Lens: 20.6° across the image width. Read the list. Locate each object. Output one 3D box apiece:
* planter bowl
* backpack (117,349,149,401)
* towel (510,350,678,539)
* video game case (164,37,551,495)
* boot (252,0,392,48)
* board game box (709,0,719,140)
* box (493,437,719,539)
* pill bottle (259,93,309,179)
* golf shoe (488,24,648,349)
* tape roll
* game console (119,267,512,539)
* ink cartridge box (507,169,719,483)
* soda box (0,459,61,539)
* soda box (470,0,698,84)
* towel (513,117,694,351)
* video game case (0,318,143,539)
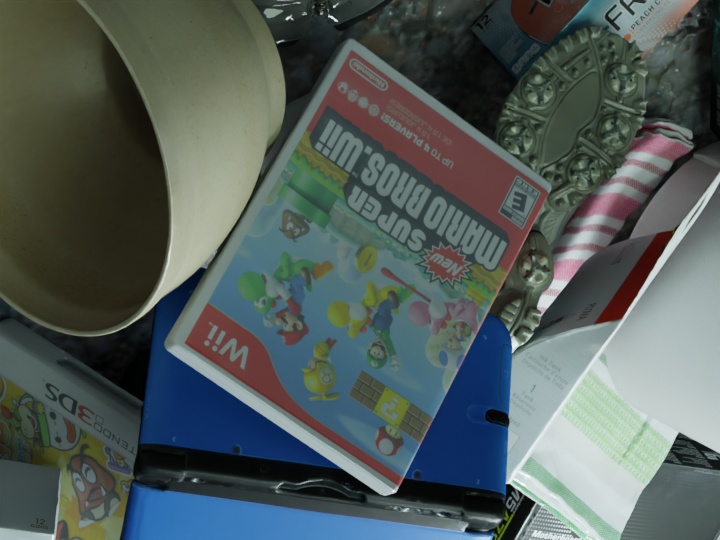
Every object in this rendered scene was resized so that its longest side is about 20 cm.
[{"bbox_3d":[-0.124,-0.085,1.017,0.134,0.199,0.202,-31,141,-44],"label":"planter bowl"},{"bbox_3d":[-0.076,0.167,1.215,0.153,0.200,0.164,-1,128,-49],"label":"backpack"},{"bbox_3d":[0.186,0.084,1.375,0.149,0.031,0.201,39,82,-44],"label":"towel"},{"bbox_3d":[0.003,-0.004,1.044,0.142,0.017,0.201,34,67,-13],"label":"video game case"},{"bbox_3d":[0.010,-0.206,1.077,0.198,0.070,0.132,-20,138,-4],"label":"boot"},{"bbox_3d":[0.275,-0.169,1.221,0.135,0.028,0.200,-36,152,-10],"label":"board game box"},{"bbox_3d":[0.175,0.209,1.495,0.199,0.048,0.194,12,118,-36],"label":"box"},{"bbox_3d":[0.000,0.000,1.189,0.110,0.111,0.201,-18,131,-17],"label":"pill bottle"},{"bbox_3d":[0.096,-0.049,1.153,0.078,0.097,0.201,30,84,-5],"label":"golf shoe"},{"bbox_3d":[0.277,0.029,1.312,0.202,0.139,0.205,-22,124,-36],"label":"tape roll"},{"bbox_3d":[-0.028,0.108,1.087,0.198,0.172,0.118,9,156,-10],"label":"game console"},{"bbox_3d":[0.140,0.013,1.170,0.201,0.047,0.160,-60,171,28],"label":"ink cartridge box"},{"bbox_3d":[-0.275,0.142,1.131,0.198,0.064,0.069,10,120,-11],"label":"soda box"},{"bbox_3d":[0.162,-0.183,1.172,0.200,0.064,0.068,-47,133,9],"label":"soda box"},{"bbox_3d":[0.132,-0.011,1.261,0.201,0.030,0.146,-57,163,18],"label":"towel"},{"bbox_3d":[-0.163,0.154,1.179,0.023,0.181,0.201,-31,144,-50],"label":"video game case"}]
